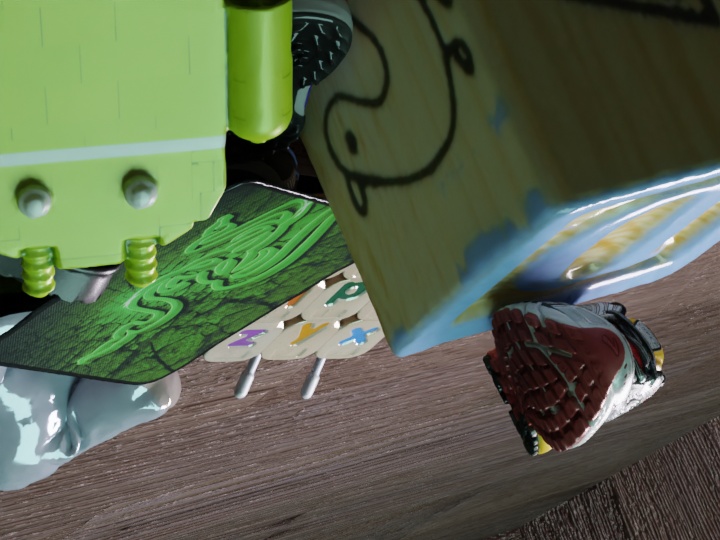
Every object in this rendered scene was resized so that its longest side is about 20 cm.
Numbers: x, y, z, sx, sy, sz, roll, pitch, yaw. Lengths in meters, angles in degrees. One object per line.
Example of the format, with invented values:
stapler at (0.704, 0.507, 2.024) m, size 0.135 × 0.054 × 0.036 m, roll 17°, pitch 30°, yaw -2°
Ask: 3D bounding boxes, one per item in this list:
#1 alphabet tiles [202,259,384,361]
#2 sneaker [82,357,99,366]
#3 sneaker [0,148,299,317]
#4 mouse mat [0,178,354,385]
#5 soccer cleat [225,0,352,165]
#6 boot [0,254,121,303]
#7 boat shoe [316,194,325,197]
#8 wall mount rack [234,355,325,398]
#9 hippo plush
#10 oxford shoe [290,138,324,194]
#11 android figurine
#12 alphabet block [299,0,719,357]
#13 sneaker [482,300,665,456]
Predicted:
alphabet tiles at (0.000, 0.000, 1.306) m, size 0.200 × 0.015 × 0.196 m, roll 0°, pitch 150°, yaw -35°
sneaker at (-0.115, -0.007, 1.342) m, size 0.084 × 0.075 × 0.200 m, roll -20°, pitch -166°, yaw 26°
sneaker at (-0.125, -0.017, 1.236) m, size 0.199 × 0.071 × 0.083 m, roll -19°, pitch -152°, yaw -4°
mouse mat at (-0.091, 0.011, 1.226) m, size 0.200 × 0.008 × 0.161 m, roll -32°, pitch 156°, yaw 25°
soccer cleat at (-0.053, -0.112, 1.140) m, size 0.068 × 0.073 × 0.200 m, roll 4°, pitch 160°, yaw -18°
boot at (-0.162, -0.088, 1.013) m, size 0.211 × 0.079 × 0.158 m, roll 21°, pitch 118°, yaw -28°
boat shoe at (0.025, -0.081, 1.414) m, size 0.200 × 0.070 × 0.070 m, roll -43°, pitch -166°, yaw 42°
wall mount rack at (-0.011, 0.030, 1.748) m, size 0.174 × 0.075 × 0.200 m, roll -28°, pitch 165°, yaw 21°
hippo plush at (-0.226, 0.042, 1.391) m, size 0.200 × 0.159 × 0.161 m, roll -39°, pitch 134°, yaw 6°
oxford shoe at (-0.102, -0.048, 1.298) m, size 0.200 × 0.073 × 0.071 m, roll -20°, pitch 167°, yaw -13°
android figurine at (-0.118, -0.078, 0.959) m, size 0.182 × 0.041 × 0.200 m, roll -4°, pitch 122°, yaw -12°
alphabet block at (0.093, -0.100, 1.150) m, size 0.196 × 0.200 × 0.195 m, roll -15°, pitch 164°, yaw -32°
sneaker at (0.114, 0.043, 1.169) m, size 0.082 × 0.078 × 0.200 m, roll -26°, pitch 177°, yaw -4°
